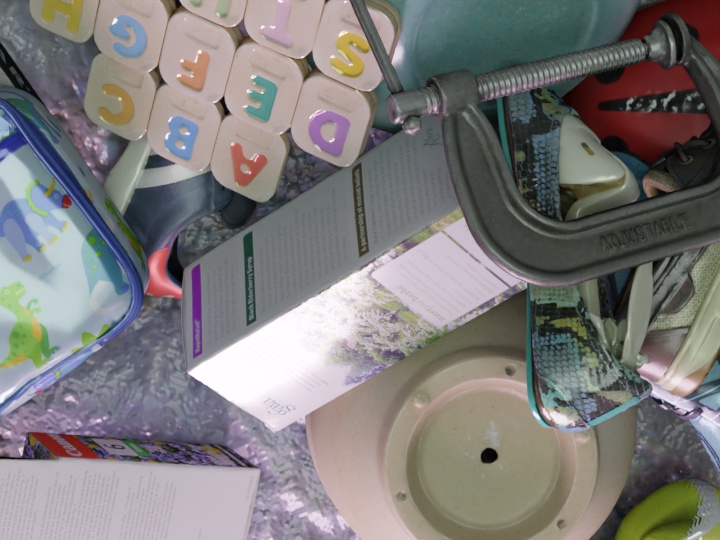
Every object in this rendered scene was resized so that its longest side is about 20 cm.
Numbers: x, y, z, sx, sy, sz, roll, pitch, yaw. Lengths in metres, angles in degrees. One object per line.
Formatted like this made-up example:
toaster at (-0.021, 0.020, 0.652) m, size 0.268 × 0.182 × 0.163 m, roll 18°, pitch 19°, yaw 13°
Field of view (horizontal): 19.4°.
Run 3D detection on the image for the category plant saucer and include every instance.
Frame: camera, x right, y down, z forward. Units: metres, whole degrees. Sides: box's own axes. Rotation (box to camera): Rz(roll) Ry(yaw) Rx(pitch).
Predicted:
plant saucer at (0.069, -0.136, 1.100) m, size 0.199 × 0.039 × 0.202 m, roll -13°, pitch 136°, yaw -12°

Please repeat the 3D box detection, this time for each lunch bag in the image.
lunch bag at (-0.229, 0.004, 1.144) m, size 0.199 × 0.082 × 0.162 m, roll -32°, pitch 100°, yaw 5°

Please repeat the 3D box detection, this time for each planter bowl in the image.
planter bowl at (0.067, 0.093, 1.197) m, size 0.198 × 0.135 × 0.202 m, roll 0°, pitch 100°, yaw -1°

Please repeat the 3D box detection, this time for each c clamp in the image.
c clamp at (0.106, -0.079, 1.036) m, size 0.198 × 0.027 × 0.172 m, roll -9°, pitch 72°, yaw -21°

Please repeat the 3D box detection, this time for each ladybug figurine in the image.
ladybug figurine at (0.202, -0.092, 1.181) m, size 0.198 × 0.072 × 0.137 m, roll -6°, pitch 89°, yaw 16°

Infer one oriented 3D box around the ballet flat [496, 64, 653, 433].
ballet flat at (0.113, -0.017, 1.063) m, size 0.073 × 0.074 × 0.202 m, roll -5°, pitch 69°, yaw -1°

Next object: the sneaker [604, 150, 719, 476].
sneaker at (0.153, 0.041, 1.150) m, size 0.095 × 0.079 × 0.201 m, roll -28°, pitch 84°, yaw -20°

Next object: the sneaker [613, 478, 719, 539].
sneaker at (0.159, 0.212, 1.251) m, size 0.200 × 0.076 × 0.105 m, roll -38°, pitch 121°, yaw 22°

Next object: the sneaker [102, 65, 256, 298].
sneaker at (-0.087, -0.075, 1.194) m, size 0.084 × 0.075 × 0.201 m, roll 25°, pitch 108°, yaw -2°

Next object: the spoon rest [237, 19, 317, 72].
spoon rest at (0.024, -0.140, 1.156) m, size 0.198 × 0.099 × 0.061 m, roll -7°, pitch 86°, yaw -20°

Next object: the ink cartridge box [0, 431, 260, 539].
ink cartridge box at (-0.161, 0.151, 1.196) m, size 0.198 × 0.050 × 0.110 m, roll 7°, pitch 101°, yaw -33°

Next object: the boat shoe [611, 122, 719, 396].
boat shoe at (0.178, -0.038, 1.092) m, size 0.064 × 0.073 × 0.202 m, roll 21°, pitch 77°, yaw -8°

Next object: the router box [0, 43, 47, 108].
router box at (-0.282, -0.100, 1.190) m, size 0.157 × 0.052 × 0.201 m, roll -35°, pitch 99°, yaw 4°

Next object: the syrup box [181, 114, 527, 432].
syrup box at (0.000, 0.000, 1.143) m, size 0.199 × 0.082 × 0.079 m, roll -31°, pitch 133°, yaw 27°

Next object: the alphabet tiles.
alphabet tiles at (-0.079, -0.133, 1.092) m, size 0.199 × 0.015 × 0.197 m, roll 25°, pitch 129°, yaw 8°
